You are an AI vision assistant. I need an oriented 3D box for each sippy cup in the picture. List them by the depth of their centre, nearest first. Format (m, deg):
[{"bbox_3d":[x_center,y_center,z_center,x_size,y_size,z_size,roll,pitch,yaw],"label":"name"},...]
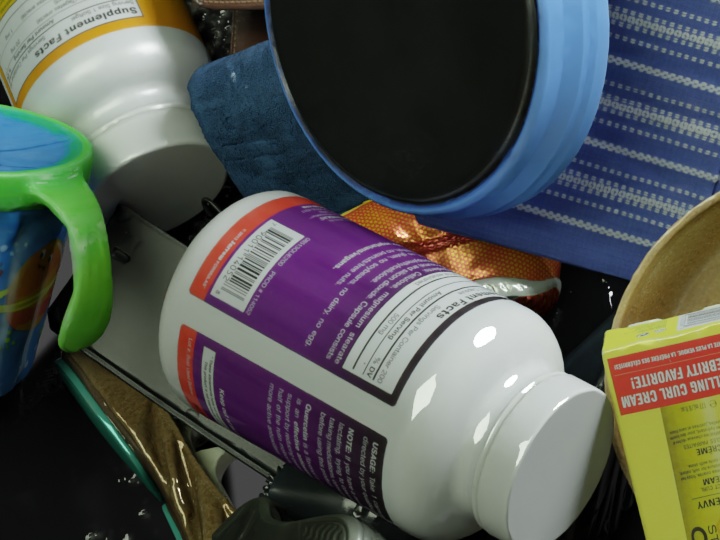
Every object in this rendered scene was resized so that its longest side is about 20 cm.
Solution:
[{"bbox_3d":[-0.211,-0.009,1.291,0.178,0.139,0.131,-133,49,-62],"label":"sippy cup"}]

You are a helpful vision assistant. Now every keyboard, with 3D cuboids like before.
[{"bbox_3d":[-0.058,0.041,1.317,0.199,0.040,0.104,34,83,14],"label":"keyboard"}]

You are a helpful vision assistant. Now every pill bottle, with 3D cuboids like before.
[{"bbox_3d":[0.012,0.048,1.129,0.199,0.112,0.113,27,88,33],"label":"pill bottle"},{"bbox_3d":[-0.145,-0.121,1.387,0.111,0.111,0.201,-34,60,16],"label":"pill bottle"}]

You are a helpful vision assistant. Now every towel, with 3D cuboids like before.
[{"bbox_3d":[0.113,-0.090,1.185,0.144,0.024,0.201,15,119,2],"label":"towel"},{"bbox_3d":[0.014,-0.081,1.279,0.199,0.112,0.049,-14,36,32],"label":"towel"}]

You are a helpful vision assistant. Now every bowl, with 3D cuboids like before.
[{"bbox_3d":[0.028,-0.121,1.163,0.200,0.039,0.202,17,113,45],"label":"bowl"}]

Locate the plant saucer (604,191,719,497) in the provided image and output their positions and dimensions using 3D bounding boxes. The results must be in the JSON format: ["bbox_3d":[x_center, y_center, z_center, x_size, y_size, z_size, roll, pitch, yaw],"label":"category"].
[{"bbox_3d":[0.209,0.049,1.132,0.199,0.035,0.202,1,100,8],"label":"plant saucer"}]

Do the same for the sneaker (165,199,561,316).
[{"bbox_3d":[0.000,0.000,1.269,0.199,0.073,0.078,-7,68,-4],"label":"sneaker"}]

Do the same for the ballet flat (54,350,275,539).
[{"bbox_3d":[-0.084,0.103,1.313,0.072,0.068,0.200,-33,59,-7],"label":"ballet flat"}]

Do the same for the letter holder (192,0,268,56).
[{"bbox_3d":[0.018,-0.142,1.310,0.199,0.100,0.143,-6,73,28],"label":"letter holder"}]

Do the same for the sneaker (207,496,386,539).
[{"bbox_3d":[-0.014,0.162,1.156,0.076,0.114,0.199,-55,19,-19],"label":"sneaker"}]

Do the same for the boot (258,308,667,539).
[{"bbox_3d":[0.061,0.066,1.214,0.168,0.077,0.201,22,69,36],"label":"boot"}]

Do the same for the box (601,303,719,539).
[{"bbox_3d":[0.163,0.118,1.106,0.075,0.050,0.201,-12,98,10],"label":"box"}]
